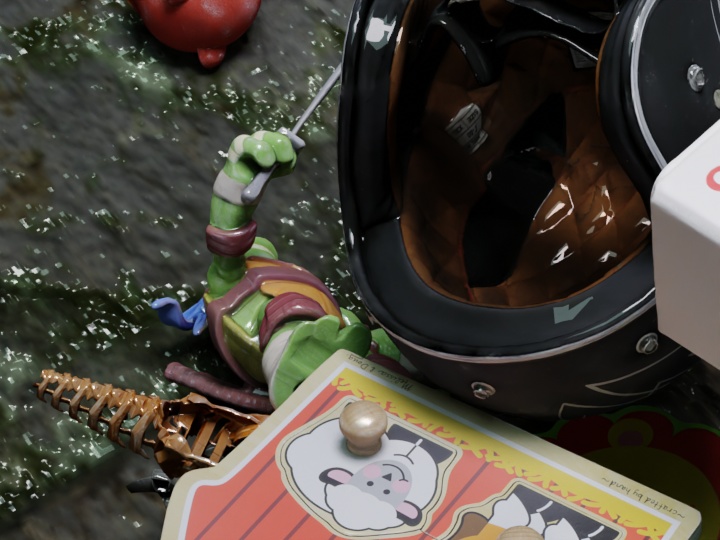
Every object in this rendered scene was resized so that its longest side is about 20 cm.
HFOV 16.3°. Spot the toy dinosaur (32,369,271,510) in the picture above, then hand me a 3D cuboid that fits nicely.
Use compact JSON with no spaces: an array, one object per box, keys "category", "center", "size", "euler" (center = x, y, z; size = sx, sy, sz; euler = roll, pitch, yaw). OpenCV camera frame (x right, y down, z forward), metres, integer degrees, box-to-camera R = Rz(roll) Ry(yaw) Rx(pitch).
[{"category":"toy dinosaur","center":[-0.046,0.100,1.082],"size":[0.200,0.136,0.102],"euler":[49,49,4]}]

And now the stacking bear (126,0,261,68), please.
[{"category":"stacking bear","center":[-0.080,-0.210,1.412],"size":[0.113,0.122,0.201],"euler":[2,56,16]}]

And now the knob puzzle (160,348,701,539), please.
[{"category":"knob puzzle","center":[0.008,0.117,0.958],"size":[0.217,0.031,0.221],"euler":[-1,43,1]}]

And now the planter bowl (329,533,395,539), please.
[{"category":"planter bowl","center":[-0.012,0.222,0.976],"size":[0.198,0.135,0.201],"euler":[-2,47,2]}]

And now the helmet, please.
[{"category":"helmet","center":[0.085,-0.038,1.055],"size":[0.198,0.192,0.200],"euler":[-5,19,2]}]

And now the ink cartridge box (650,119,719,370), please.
[{"category":"ink cartridge box","center":[0.226,0.002,0.925],"size":[0.145,0.084,0.200],"euler":[-39,54,-23]}]

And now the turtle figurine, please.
[{"category":"turtle figurine","center":[0.000,0.000,1.159],"size":[0.198,0.145,0.194],"euler":[-19,29,-7]}]

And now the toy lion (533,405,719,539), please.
[{"category":"toy lion","center":[0.116,0.147,1.095],"size":[0.191,0.069,0.200],"euler":[20,52,31]}]
